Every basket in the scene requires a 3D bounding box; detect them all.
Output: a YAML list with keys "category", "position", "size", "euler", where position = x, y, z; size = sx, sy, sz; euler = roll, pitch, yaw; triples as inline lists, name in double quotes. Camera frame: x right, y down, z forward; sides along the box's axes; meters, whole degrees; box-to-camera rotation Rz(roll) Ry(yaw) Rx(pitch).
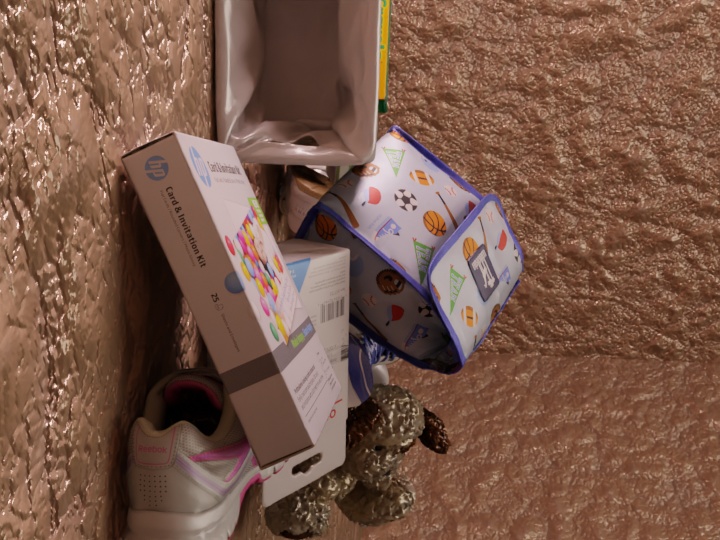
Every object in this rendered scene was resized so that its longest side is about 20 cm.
- category: "basket"
  position: [-0.051, -0.193, 0.765]
  size: [0.123, 0.135, 0.201]
  euler: [-86, 178, -83]

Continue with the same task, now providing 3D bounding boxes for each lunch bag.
- category: "lunch bag"
  position: [0.054, -0.017, 0.844]
  size: [0.170, 0.200, 0.124]
  euler: [-48, 178, -43]

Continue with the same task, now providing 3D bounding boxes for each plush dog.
- category: "plush dog"
  position: [-0.004, 0.178, 0.924]
  size: [0.199, 0.172, 0.161]
  euler: [10, 50, -48]

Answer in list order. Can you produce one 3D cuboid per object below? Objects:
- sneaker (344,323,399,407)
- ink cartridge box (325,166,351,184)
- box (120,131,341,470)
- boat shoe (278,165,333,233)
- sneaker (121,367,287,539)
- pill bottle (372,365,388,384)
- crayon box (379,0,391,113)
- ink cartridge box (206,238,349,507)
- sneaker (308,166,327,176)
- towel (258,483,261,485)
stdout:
- category: "sneaker"
  position: [-0.005, 0.071, 0.894]
  size: [0.199, 0.114, 0.081]
  euler: [-156, -122, -72]
- category: "ink cartridge box"
  position: [-0.008, -0.166, 1.000]
  size: [0.200, 0.048, 0.147]
  euler: [-118, -147, -74]
- category: "box"
  position: [-0.076, 0.012, 0.583]
  size: [0.156, 0.041, 0.201]
  euler: [-42, 108, -84]
- category: "boat shoe"
  position: [-0.069, -0.085, 1.057]
  size: [0.200, 0.070, 0.070]
  euler: [-91, -154, -77]
- category: "sneaker"
  position: [-0.096, 0.103, 0.588]
  size: [0.200, 0.081, 0.089]
  euler: [-64, 155, -73]
- category: "pill bottle"
  position: [-0.038, 0.072, 1.064]
  size: [0.201, 0.104, 0.105]
  euler: [-109, -168, -45]
- category: "crayon box"
  position: [-0.018, -0.322, 1.212]
  size: [0.058, 0.118, 0.201]
  euler: [65, 27, -81]
- category: "ink cartridge box"
  position: [-0.069, 0.083, 0.752]
  size: [0.116, 0.068, 0.201]
  euler: [-16, 111, -50]
- category: "sneaker"
  position: [-0.039, -0.058, 1.245]
  size: [0.200, 0.075, 0.116]
  euler: [50, 46, -42]
- category: "towel"
  position: [-0.103, 0.118, 0.924]
  size: [0.201, 0.030, 0.147]
  euler: [91, 4, -51]
